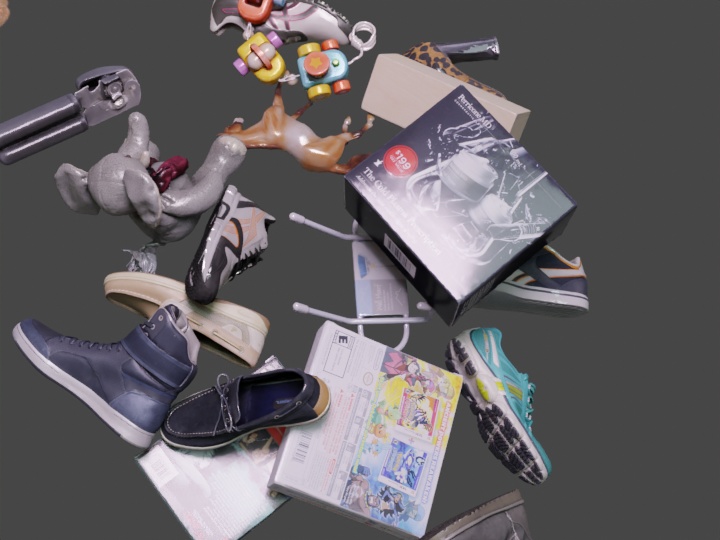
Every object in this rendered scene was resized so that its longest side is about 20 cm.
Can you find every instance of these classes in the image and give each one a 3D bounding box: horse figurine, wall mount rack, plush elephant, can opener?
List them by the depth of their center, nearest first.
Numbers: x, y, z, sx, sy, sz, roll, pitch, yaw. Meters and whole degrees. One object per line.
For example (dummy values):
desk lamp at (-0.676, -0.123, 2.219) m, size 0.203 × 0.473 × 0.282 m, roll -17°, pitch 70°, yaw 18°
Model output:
plush elephant at (-0.254, -0.105, 1.159) m, size 0.164 × 0.155 × 0.201 m, roll 10°, pitch 69°, yaw 20°
wall mount rack at (0.000, 0.000, 1.220) m, size 0.173 × 0.075 × 0.201 m, roll -1°, pitch 67°, yaw -8°
can opener at (-0.372, -0.201, 1.263) m, size 0.200 × 0.053 × 0.067 m, roll -29°, pitch 43°, yaw -19°
horse figurine at (-0.067, -0.175, 1.295) m, size 0.200 × 0.050 × 0.133 m, roll 30°, pitch 59°, yaw 7°

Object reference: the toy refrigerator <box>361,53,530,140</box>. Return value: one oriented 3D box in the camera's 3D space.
toy refrigerator at (0.109, -0.207, 1.288) m, size 0.199 × 0.076 × 0.070 m, roll 27°, pitch 22°, yaw 18°

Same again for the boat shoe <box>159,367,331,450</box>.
boat shoe at (-0.132, 0.147, 1.095) m, size 0.199 × 0.062 × 0.075 m, roll -12°, pitch 57°, yaw 14°

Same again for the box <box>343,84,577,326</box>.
box at (0.111, -0.075, 1.161) m, size 0.182 × 0.104 × 0.200 m, roll -39°, pitch 77°, yaw -12°

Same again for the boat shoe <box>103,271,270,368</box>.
boat shoe at (-0.207, 0.058, 1.165) m, size 0.199 × 0.072 × 0.065 m, roll 20°, pitch 66°, yaw -6°

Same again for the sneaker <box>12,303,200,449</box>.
sneaker at (-0.273, 0.079, 1.112) m, size 0.202 × 0.077 × 0.146 m, roll 35°, pitch 91°, yaw 8°

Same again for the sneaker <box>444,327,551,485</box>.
sneaker at (0.178, 0.155, 1.189) m, size 0.079 × 0.078 × 0.201 m, roll -17°, pitch 71°, yaw -25°

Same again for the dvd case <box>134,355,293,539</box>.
dvd case at (-0.133, 0.211, 1.140) m, size 0.200 × 0.022 × 0.146 m, roll -36°, pitch 78°, yaw -22°

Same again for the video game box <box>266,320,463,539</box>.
video game box at (0.009, 0.182, 1.145) m, size 0.182 × 0.047 × 0.201 m, roll 23°, pitch 64°, yaw -9°

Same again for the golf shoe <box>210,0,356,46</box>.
golf shoe at (-0.104, -0.328, 1.349) m, size 0.199 × 0.077 × 0.088 m, roll 20°, pitch 82°, yaw 5°

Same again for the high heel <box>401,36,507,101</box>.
high heel at (0.126, -0.216, 1.344) m, size 0.142 × 0.071 × 0.201 m, roll -7°, pitch 72°, yaw 0°

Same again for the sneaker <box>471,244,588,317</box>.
sneaker at (0.188, 0.007, 1.249) m, size 0.199 × 0.078 × 0.080 m, roll 9°, pitch 71°, yaw -17°

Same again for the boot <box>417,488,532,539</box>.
boot at (0.164, 0.352, 1.089) m, size 0.181 × 0.073 × 0.201 m, roll -12°, pitch 73°, yaw -39°

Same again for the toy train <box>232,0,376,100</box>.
toy train at (-0.087, -0.305, 1.282) m, size 0.199 × 0.056 × 0.151 m, roll 24°, pitch 88°, yaw 6°

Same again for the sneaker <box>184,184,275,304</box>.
sneaker at (-0.148, -0.027, 1.174) m, size 0.080 × 0.074 × 0.200 m, roll 29°, pitch 36°, yaw -11°
